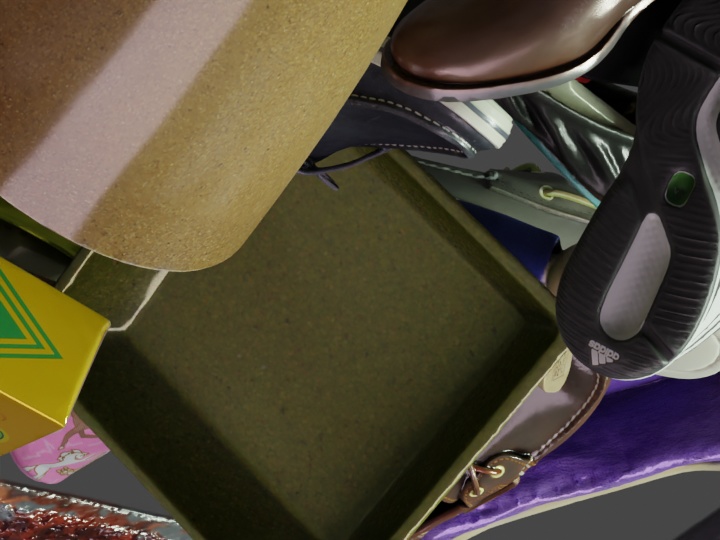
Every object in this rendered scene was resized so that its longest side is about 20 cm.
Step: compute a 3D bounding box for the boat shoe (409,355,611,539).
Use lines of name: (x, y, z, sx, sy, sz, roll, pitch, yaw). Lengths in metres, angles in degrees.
boat shoe: (0.044, 0.085, 1.185, 0.070, 0.070, 0.200, 39, 128, -15)

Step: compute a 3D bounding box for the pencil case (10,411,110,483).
pencil case: (-0.078, 0.044, 1.218, 0.200, 0.087, 0.083, -16, 120, 16)

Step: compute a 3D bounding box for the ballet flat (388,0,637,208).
ballet flat: (0.072, -0.091, 1.060, 0.200, 0.068, 0.068, 30, 117, -34)

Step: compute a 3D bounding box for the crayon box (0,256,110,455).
crayon box: (-0.227, 0.022, 1.090, 0.172, 0.058, 0.200, 32, 155, -18)

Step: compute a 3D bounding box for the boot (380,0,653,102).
boot: (0.078, -0.170, 0.875, 0.186, 0.064, 0.200, -26, 137, -15)

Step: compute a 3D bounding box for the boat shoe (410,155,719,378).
boat shoe: (0.083, -0.012, 1.171, 0.201, 0.060, 0.072, 20, 145, -4)

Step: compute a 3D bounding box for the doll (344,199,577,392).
doll: (0.000, 0.000, 1.125, 0.200, 0.048, 0.137, 18, 109, 19)

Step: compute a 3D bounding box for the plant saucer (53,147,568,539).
plant saucer: (-0.023, 0.026, 1.085, 0.200, 0.200, 0.048, -52, 161, 22)

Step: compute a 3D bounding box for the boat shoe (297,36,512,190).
boat shoe: (-0.028, -0.065, 1.005, 0.200, 0.062, 0.075, 13, 167, 33)

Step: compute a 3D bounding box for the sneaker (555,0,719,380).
sneaker: (0.146, -0.048, 1.013, 0.076, 0.201, 0.115, 31, -177, 12)

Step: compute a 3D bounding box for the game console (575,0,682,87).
game console: (0.178, -0.142, 0.999, 0.200, 0.031, 0.177, 5, 126, -24)

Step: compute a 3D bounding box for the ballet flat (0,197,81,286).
ballet flat: (-0.175, -0.015, 1.131, 0.200, 0.067, 0.067, 24, 138, -35)

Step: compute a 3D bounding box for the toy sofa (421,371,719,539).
toy sofa: (0.098, 0.061, 1.256, 0.200, 0.098, 0.083, -16, 145, 16)

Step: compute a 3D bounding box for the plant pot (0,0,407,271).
plant pot: (-0.046, -0.132, 0.854, 0.186, 0.187, 0.200, 25, 125, -37)
